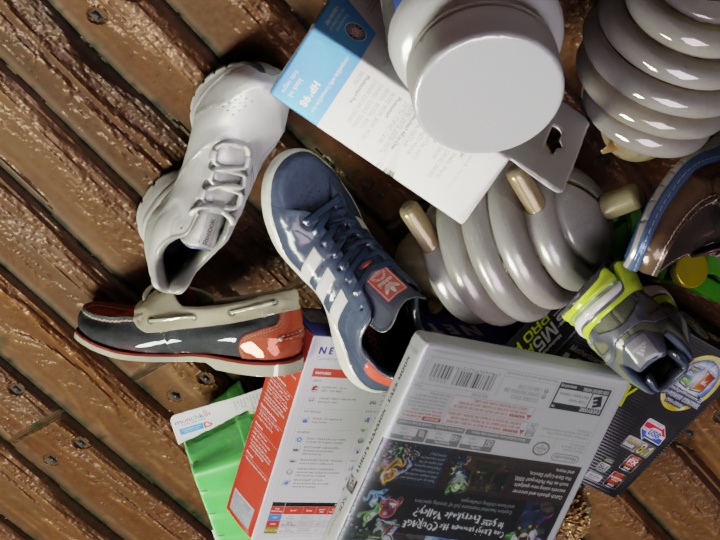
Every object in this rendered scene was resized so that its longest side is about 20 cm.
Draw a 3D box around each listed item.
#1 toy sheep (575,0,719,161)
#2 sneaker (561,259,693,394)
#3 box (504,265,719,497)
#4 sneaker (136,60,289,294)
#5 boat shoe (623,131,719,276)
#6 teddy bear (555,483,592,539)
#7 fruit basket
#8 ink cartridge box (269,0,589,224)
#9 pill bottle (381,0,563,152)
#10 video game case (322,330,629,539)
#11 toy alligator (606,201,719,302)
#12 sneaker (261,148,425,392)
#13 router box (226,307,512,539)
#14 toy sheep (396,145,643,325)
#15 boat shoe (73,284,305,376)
[{"bbox_3d":[0.213,-0.156,1.563,0.137,0.139,0.201,4,132,-12],"label":"toy sheep"},{"bbox_3d":[0.207,0.056,1.663,0.074,0.081,0.200,-41,158,12],"label":"sneaker"},{"bbox_3d":[0.193,0.089,1.801,0.160,0.044,0.199,-47,138,16],"label":"box"},{"bbox_3d":[-0.101,-0.064,1.637,0.074,0.088,0.201,15,128,-19],"label":"sneaker"},{"bbox_3d":[0.258,-0.048,1.627,0.072,0.200,0.073,33,135,15],"label":"boat shoe"},{"bbox_3d":[0.109,0.212,1.830,0.199,0.067,0.146,-11,127,-36],"label":"teddy bear"},{"bbox_3d":[-0.043,0.144,1.859,0.199,0.094,0.186,-24,134,-7],"label":"fruit basket"},{"bbox_3d":[0.049,-0.111,1.545,0.199,0.116,0.067,34,124,-4],"label":"ink cartridge box"},{"bbox_3d":[0.069,-0.176,1.465,0.113,0.201,0.114,-4,134,-4],"label":"pill bottle"},{"bbox_3d":[0.088,0.140,1.696,0.199,0.023,0.183,11,112,-34],"label":"video game case"},{"bbox_3d":[0.252,-0.013,1.762,0.199,0.059,0.055,19,88,-24],"label":"toy alligator"},{"bbox_3d":[0.000,0.000,1.652,0.075,0.084,0.201,-38,112,-24],"label":"sneaker"},{"bbox_3d":[0.012,0.124,1.786,0.199,0.049,0.181,5,114,-33],"label":"router box"},{"bbox_3d":[0.114,-0.028,1.664,0.199,0.139,0.138,-16,136,32],"label":"toy sheep"},{"bbox_3d":[-0.130,0.037,1.715,0.198,0.071,0.063,6,107,29],"label":"boat shoe"}]
